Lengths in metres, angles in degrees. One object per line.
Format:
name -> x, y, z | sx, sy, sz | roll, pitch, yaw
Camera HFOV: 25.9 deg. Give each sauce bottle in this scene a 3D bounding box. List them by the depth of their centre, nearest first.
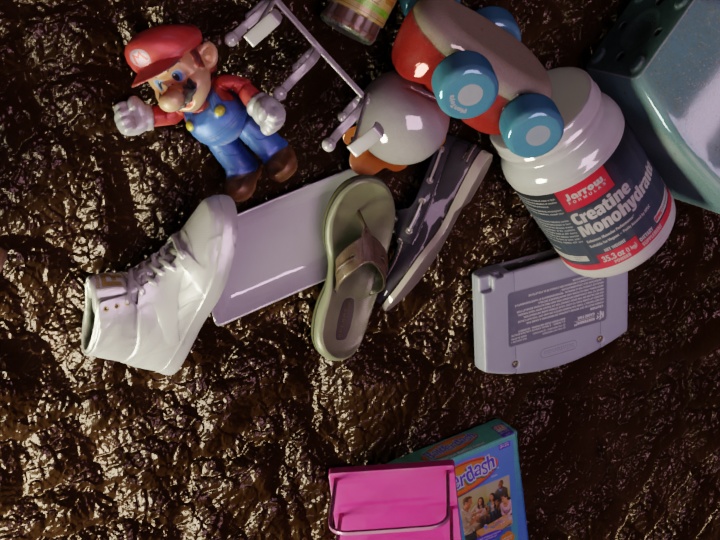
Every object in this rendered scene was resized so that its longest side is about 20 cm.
sauce bottle -> 0.030, -0.321, 1.526 | 0.064, 0.065, 0.201 | 23, 95, -33

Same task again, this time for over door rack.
over door rack -> -0.055, -0.176, 1.435 | 0.067, 0.200, 0.148 | -42, 104, 8

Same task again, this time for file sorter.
file sorter -> 0.041, 0.328, 1.700 | 0.138, 0.126, 0.201 | -4, 114, 5

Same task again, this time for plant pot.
plant pot -> 0.363, -0.202, 1.688 | 0.200, 0.196, 0.196 | 38, 88, -25

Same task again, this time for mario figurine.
mario figurine -> -0.149, -0.142, 1.465 | 0.123, 0.106, 0.200 | -45, 122, -4

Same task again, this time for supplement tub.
supplement tub -> 0.237, -0.103, 1.676 | 0.140, 0.140, 0.200 | -44, 123, -8

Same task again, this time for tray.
tray -> -0.075, -0.029, 1.598 | 0.199, 0.022, 0.108 | -23, 117, -20

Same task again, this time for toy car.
toy car -> 0.072, -0.163, 1.572 | 0.176, 0.185, 0.200 | 26, 122, -34

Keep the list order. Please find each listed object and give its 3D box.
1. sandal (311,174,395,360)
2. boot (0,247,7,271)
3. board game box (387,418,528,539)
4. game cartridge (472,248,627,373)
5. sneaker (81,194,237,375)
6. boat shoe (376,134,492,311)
sandal -> 0.001, 0.001, 1.604 | 0.079, 0.057, 0.202 | -1, 108, -29
boot -> -0.424, 0.027, 1.404 | 0.144, 0.071, 0.202 | 31, 88, -28
board game box -> 0.117, 0.288, 1.807 | 0.151, 0.045, 0.201 | -18, 116, -22
game cartridge -> 0.215, 0.044, 1.780 | 0.199, 0.042, 0.134 | -14, 118, -25
sneaker -> -0.199, 0.010, 1.497 | 0.115, 0.074, 0.201 | 12, 116, -31
boat shoe -> 0.064, -0.052, 1.659 | 0.063, 0.073, 0.201 | 33, 97, 9
